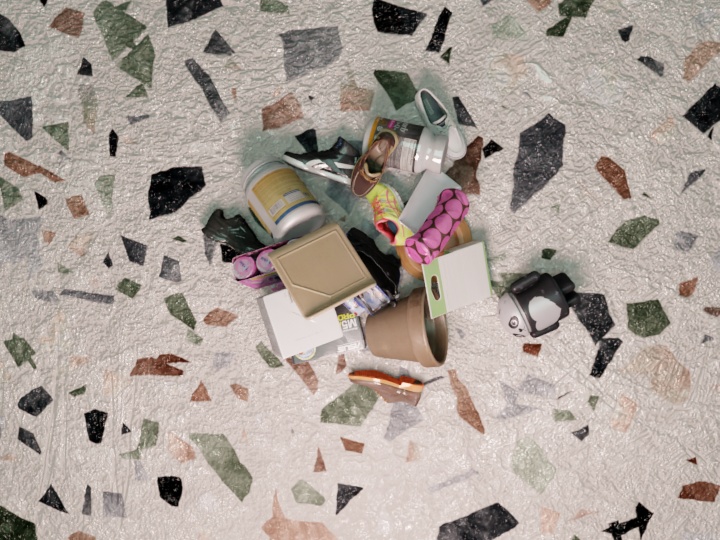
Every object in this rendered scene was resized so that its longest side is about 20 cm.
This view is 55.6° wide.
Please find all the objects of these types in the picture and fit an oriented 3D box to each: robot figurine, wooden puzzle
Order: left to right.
[{"bbox_3d":[-0.089,0.000,1.556,0.184,0.037,0.201,-27,65,-17],"label":"wooden puzzle"},{"bbox_3d":[0.439,0.085,1.699,0.199,0.125,0.151,-27,79,5],"label":"robot figurine"}]

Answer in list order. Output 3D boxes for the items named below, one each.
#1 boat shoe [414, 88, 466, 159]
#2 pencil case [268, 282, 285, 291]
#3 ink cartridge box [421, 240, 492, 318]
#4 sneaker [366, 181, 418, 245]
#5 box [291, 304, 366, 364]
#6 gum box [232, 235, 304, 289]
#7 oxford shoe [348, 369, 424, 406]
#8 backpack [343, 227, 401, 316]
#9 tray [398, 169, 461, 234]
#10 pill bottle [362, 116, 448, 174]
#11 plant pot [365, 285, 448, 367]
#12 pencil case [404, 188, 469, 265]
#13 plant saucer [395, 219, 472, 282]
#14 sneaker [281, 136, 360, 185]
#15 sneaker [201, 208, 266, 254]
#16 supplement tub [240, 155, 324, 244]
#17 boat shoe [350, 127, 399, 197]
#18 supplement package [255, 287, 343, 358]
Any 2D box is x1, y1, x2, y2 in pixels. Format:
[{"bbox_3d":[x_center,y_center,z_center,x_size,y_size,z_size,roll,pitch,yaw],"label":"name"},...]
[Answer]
[{"bbox_3d":[0.198,-0.367,1.715,0.073,0.065,0.201,-37,91,5],"label":"boat shoe"},{"bbox_3d":[-0.159,-0.019,1.759,0.199,0.083,0.087,-35,52,6],"label":"pencil case"},{"bbox_3d":[0.231,0.020,1.693,0.199,0.048,0.147,-17,103,-26],"label":"ink cartridge box"},{"bbox_3d":[0.063,-0.143,1.704,0.200,0.090,0.078,53,139,19],"label":"sneaker"},{"bbox_3d":[-0.097,0.145,1.784,0.198,0.044,0.162,-12,92,5],"label":"box"},{"bbox_3d":[-0.206,-0.016,1.670,0.198,0.113,0.067,-17,76,11],"label":"gum box"},{"bbox_3d":[0.061,0.308,1.773,0.198,0.071,0.074,12,100,3],"label":"oxford shoe"},{"bbox_3d":[0.000,0.000,1.684,0.154,0.200,0.191,-33,110,19],"label":"backpack"},{"bbox_3d":[0.171,-0.164,1.706,0.107,0.022,0.201,37,62,-12],"label":"tray"},{"bbox_3d":[0.112,-0.306,1.691,0.198,0.116,0.117,14,95,10],"label":"pill bottle"},{"bbox_3d":[0.109,0.149,1.710,0.173,0.200,0.202,-9,94,21],"label":"plant pot"},{"bbox_3d":[0.179,-0.106,1.632,0.093,0.091,0.200,19,55,32],"label":"pencil case"},{"bbox_3d":[0.188,-0.068,1.752,0.198,0.037,0.202,0,95,4],"label":"plant saucer"},{"bbox_3d":[-0.092,-0.296,1.743,0.198,0.073,0.113,18,92,-7],"label":"sneaker"},{"bbox_3d":[-0.310,-0.094,1.772,0.199,0.076,0.091,26,88,0],"label":"sneaker"},{"bbox_3d":[-0.196,-0.171,1.698,0.144,0.145,0.200,-39,69,6],"label":"supplement tub"},{"bbox_3d":[0.025,-0.248,1.643,0.072,0.072,0.200,33,128,-4],"label":"boat shoe"},{"bbox_3d":[-0.152,0.112,1.646,0.151,0.200,0.152,-19,91,-14],"label":"supplement package"}]
